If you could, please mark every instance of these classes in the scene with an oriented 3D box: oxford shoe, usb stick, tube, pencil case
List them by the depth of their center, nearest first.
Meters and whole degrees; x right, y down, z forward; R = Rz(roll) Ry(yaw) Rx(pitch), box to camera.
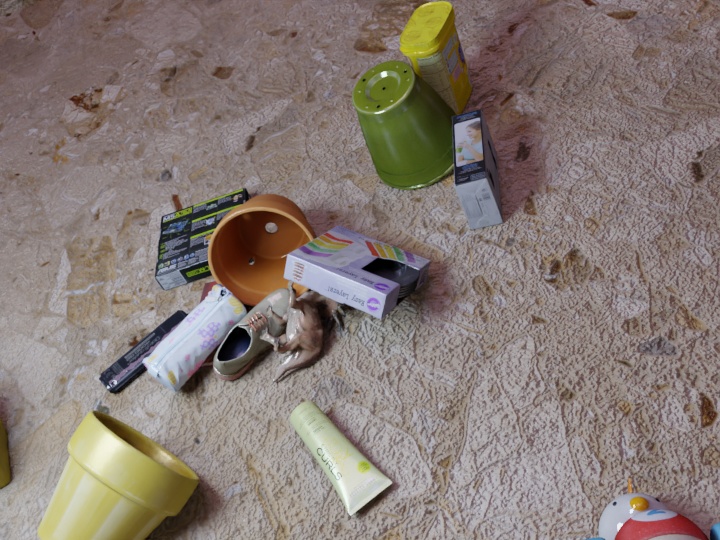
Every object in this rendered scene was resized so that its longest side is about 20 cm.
[{"bbox_3d":[-0.036,0.276,1.347,0.200,0.052,0.058,45,116,41],"label":"tube"},{"bbox_3d":[-0.179,0.103,1.551,0.071,0.074,0.200,32,68,10],"label":"oxford shoe"},{"bbox_3d":[-0.287,0.117,1.563,0.083,0.091,0.200,41,73,4],"label":"pencil case"},{"bbox_3d":[-0.393,0.148,1.654,0.200,0.033,0.055,-41,51,-16],"label":"usb stick"}]

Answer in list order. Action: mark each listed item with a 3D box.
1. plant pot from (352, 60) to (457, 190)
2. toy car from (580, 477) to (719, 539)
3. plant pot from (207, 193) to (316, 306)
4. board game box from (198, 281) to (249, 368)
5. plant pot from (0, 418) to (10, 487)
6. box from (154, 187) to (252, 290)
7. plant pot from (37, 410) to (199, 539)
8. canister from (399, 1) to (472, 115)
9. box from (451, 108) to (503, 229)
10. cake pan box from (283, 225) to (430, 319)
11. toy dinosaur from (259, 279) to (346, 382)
[{"bbox_3d":[0.080,-0.293,1.719,0.200,0.193,0.201,-15,53,20],"label":"plant pot"},{"bbox_3d":[0.335,0.315,1.052,0.183,0.178,0.200,-9,31,3],"label":"toy car"},{"bbox_3d":[-0.170,-0.052,1.643,0.199,0.201,0.140,-16,27,10],"label":"plant pot"},{"bbox_3d":[-0.260,0.093,1.655,0.102,0.019,0.201,-11,44,17],"label":"board game box"},{"bbox_3d":[-0.717,0.305,1.546,0.199,0.177,0.200,-29,42,-3],"label":"plant pot"},{"bbox_3d":[-0.317,-0.066,1.822,0.199,0.048,0.194,-18,40,9],"label":"box"},{"bbox_3d":[-0.376,0.343,1.347,0.200,0.201,0.189,24,77,40],"label":"plant pot"},{"bbox_3d":[0.160,-0.422,1.830,0.086,0.200,0.149,4,49,29],"label":"canister"},{"bbox_3d":[0.213,-0.187,1.636,0.060,0.117,0.201,-13,45,17],"label":"box"},{"bbox_3d":[0.000,0.000,1.508,0.199,0.053,0.184,23,29,21],"label":"cake pan box"},{"bbox_3d":[-0.089,0.099,1.528,0.086,0.135,0.201,-17,58,56],"label":"toy dinosaur"}]
